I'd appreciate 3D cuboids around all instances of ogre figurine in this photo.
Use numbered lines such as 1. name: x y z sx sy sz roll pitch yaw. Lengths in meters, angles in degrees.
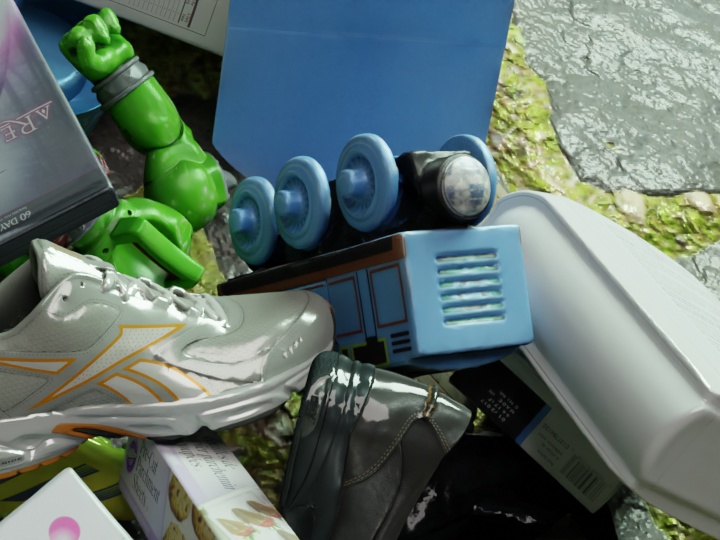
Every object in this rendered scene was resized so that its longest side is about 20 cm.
1. ogre figurine: -0.144 -0.021 0.833 0.120 0.098 0.200 36 49 -17

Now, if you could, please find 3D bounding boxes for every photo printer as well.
1. photo printer: 0.145 0.045 0.799 0.166 0.070 0.200 27 19 -38

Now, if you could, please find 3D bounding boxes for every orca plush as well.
1. orca plush: 0.070 0.128 0.806 0.200 0.106 0.071 17 -1 -42

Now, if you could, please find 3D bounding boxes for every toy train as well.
1. toy train: 0.000 0.000 0.808 0.086 0.200 0.115 -2 83 -34

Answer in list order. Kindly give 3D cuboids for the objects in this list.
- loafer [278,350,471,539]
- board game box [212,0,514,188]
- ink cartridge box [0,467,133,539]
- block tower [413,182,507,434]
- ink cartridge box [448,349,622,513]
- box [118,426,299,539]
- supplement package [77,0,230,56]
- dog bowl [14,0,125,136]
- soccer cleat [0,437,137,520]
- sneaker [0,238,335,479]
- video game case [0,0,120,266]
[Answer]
1. loafer: -0.006 0.136 0.714 0.072 0.201 0.073 12 23 1
2. board game box: 0.000 -0.133 0.883 0.157 0.201 0.039 1 26 -19
3. ink cartridge box: -0.129 0.215 0.645 0.200 0.043 0.196 -41 87 -24
4. block tower: 0.037 0.026 0.895 0.058 0.054 0.200 47 41 -30
5. ink cartridge box: 0.120 0.067 0.880 0.099 0.039 0.200 42 17 14
6. box: -0.058 0.111 0.676 0.039 0.042 0.200 11 12 -23
7. supplement package: -0.078 -0.215 0.955 0.199 0.151 0.152 20 16 -5
8. dog bowl: -0.225 -0.098 0.907 0.200 0.050 0.112 -23 64 -33
9. soccer cleat: -0.187 0.094 0.775 0.199 0.065 0.084 18 79 -13
10. sneaker: -0.106 0.026 0.722 0.199 0.092 0.076 -13 18 -19
11. video game case: -0.219 -0.072 0.801 0.142 0.019 0.200 -28 56 -8
